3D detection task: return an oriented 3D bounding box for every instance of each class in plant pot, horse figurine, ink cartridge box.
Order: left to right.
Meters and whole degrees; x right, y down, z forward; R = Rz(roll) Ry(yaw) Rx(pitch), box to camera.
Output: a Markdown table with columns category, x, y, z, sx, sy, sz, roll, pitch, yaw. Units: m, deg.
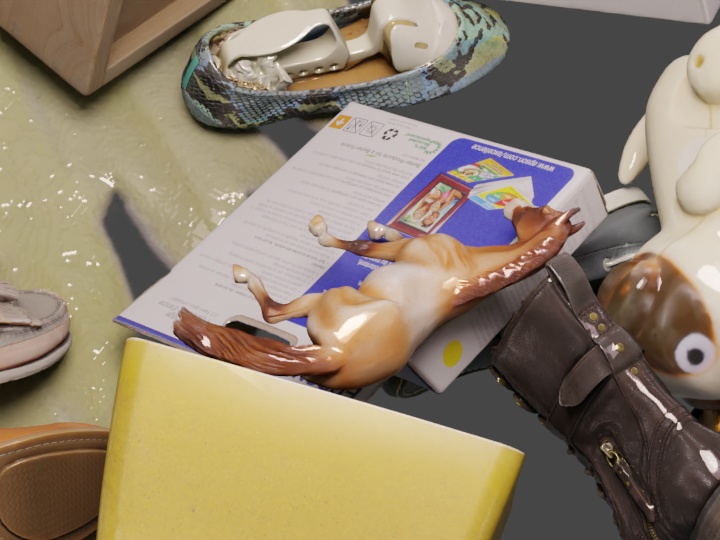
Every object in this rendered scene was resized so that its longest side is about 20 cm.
| category | x | y | z | sx | sy | sz | roll | pitch | yaw |
| --- | --- | --- | --- | --- | --- | --- | --- | --- | --- |
| plant pot | -0.039 | 0.162 | 1.399 | 0.199 | 0.200 | 0.177 | 15 | 78 | 4 |
| ink cartridge box | 0.000 | 0.000 | 1.504 | 0.197 | 0.047 | 0.200 | 20 | 57 | 45 |
| horse figurine | 0.002 | 0.013 | 1.390 | 0.132 | 0.050 | 0.200 | 18 | 36 | 40 |

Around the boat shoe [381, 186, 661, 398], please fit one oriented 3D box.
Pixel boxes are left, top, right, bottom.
| category | x | y | z | sx | sy | sz | roll | pitch | yaw |
| --- | --- | --- | --- | --- | --- | --- | --- | --- | --- |
| boat shoe | 0.096 | 0.022 | 1.540 | 0.199 | 0.073 | 0.062 | -29 | 64 | -23 |

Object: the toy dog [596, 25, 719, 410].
| category | x | y | z | sx | sy | sz | roll | pitch | yaw |
| --- | --- | --- | --- | --- | --- | --- | --- | --- | --- |
| toy dog | 0.193 | -0.029 | 1.464 | 0.193 | 0.140 | 0.201 | -1 | 58 | 37 |

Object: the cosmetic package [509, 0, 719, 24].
| category | x | y | z | sx | sy | sz | roll | pitch | yaw |
| --- | --- | --- | --- | --- | --- | --- | --- | --- | --- |
| cosmetic package | 0.125 | -0.210 | 1.616 | 0.199 | 0.071 | 0.102 | 11 | 52 | 31 |

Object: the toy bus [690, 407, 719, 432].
| category | x | y | z | sx | sy | sz | roll | pitch | yaw |
| --- | --- | --- | --- | --- | --- | --- | --- | --- | --- |
| toy bus | 0.232 | 0.020 | 1.555 | 0.078 | 0.065 | 0.201 | 10 | 62 | 0 |

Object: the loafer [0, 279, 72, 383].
| category | x | y | z | sx | sy | sz | roll | pitch | yaw |
| --- | --- | --- | --- | --- | --- | --- | --- | --- | --- |
| loafer | -0.229 | 0.029 | 1.468 | 0.072 | 0.063 | 0.200 | 20 | 23 | 39 |

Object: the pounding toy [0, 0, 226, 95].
| category | x | y | z | sx | sy | sz | roll | pitch | yaw |
| --- | --- | --- | --- | --- | --- | --- | --- | --- | --- |
| pounding toy | -0.156 | -0.206 | 1.596 | 0.142 | 0.200 | 0.184 | 40 | 52 | 16 |

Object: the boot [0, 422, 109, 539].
| category | x | y | z | sx | sy | sz | roll | pitch | yaw |
| --- | --- | --- | --- | --- | --- | --- | --- | --- | --- |
| boot | -0.232 | 0.095 | 1.483 | 0.199 | 0.077 | 0.155 | -17 | 34 | -31 |

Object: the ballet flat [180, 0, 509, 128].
| category | x | y | z | sx | sy | sz | roll | pitch | yaw |
| --- | --- | --- | --- | --- | --- | --- | --- | --- | --- |
| ballet flat | -0.005 | -0.129 | 1.613 | 0.199 | 0.074 | 0.074 | -16 | 64 | -12 |

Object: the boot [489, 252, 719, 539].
| category | x | y | z | sx | sy | sz | roll | pitch | yaw |
| --- | --- | --- | --- | --- | --- | --- | --- | --- | --- |
| boot | 0.132 | 0.097 | 1.436 | 0.069 | 0.200 | 0.174 | -31 | 65 | -31 |
